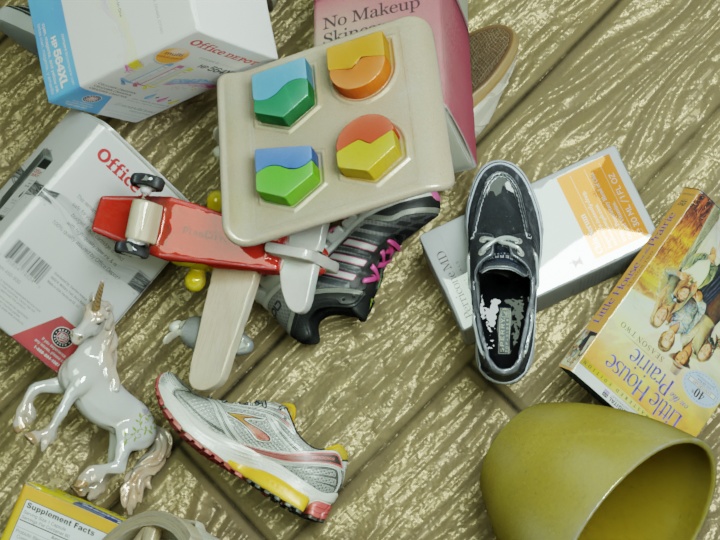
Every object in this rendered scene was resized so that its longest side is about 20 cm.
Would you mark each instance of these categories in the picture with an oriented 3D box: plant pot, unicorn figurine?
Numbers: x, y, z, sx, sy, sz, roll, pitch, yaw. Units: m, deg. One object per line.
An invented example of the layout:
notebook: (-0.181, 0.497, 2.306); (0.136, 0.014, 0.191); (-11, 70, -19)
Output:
plant pot: (0.186, 0.192, 1.269); (0.200, 0.200, 0.142); (-49, 51, -6)
unicorn figurine: (-0.244, 0.117, 1.351); (0.137, 0.201, 0.074); (-47, 36, -18)

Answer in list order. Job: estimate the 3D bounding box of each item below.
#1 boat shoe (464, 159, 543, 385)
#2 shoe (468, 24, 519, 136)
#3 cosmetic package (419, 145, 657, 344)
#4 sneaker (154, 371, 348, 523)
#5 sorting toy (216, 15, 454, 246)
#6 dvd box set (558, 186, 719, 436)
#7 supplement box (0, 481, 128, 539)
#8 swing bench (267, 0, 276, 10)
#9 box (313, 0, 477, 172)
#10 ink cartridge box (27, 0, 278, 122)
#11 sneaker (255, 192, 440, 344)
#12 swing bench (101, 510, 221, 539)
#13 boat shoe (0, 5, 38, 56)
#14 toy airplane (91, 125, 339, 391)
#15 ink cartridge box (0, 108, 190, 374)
boat shoe: (0.124, -0.004, 1.294); (0.071, 0.068, 0.202); (2, 78, 7)
shoe: (0.084, -0.152, 1.420); (0.070, 0.053, 0.200); (33, 78, 33)
cosmetic package: (0.165, -0.023, 1.366); (0.199, 0.071, 0.102); (-26, 76, 1)
sneaker: (-0.101, 0.149, 1.361); (0.199, 0.078, 0.083); (31, 78, 3)
sorting toy: (-0.028, -0.124, 1.257); (0.198, 0.037, 0.187); (-14, 57, 12)
dvd box set: (0.286, 0.049, 1.321); (0.146, 0.029, 0.201); (40, 83, -19)
supplement box: (-0.275, 0.305, 1.320); (0.108, 0.110, 0.202); (21, 81, 10)
swing bench: (-0.138, -0.395, 1.449); (0.198, 0.130, 0.201); (21, 80, 10)
box: (0.031, -0.191, 1.364); (0.127, 0.109, 0.202); (-11, 60, 16)
ink cartridge box: (-0.177, -0.231, 1.324); (0.199, 0.128, 0.127); (-19, 77, 29)
sneaker: (0.000, 0.000, 1.380); (0.199, 0.074, 0.088); (-33, 75, 3)
swing bench: (-0.142, 0.319, 1.243); (0.129, 0.198, 0.201); (15, 74, 53)
boat shoe: (-0.260, -0.231, 1.461); (0.198, 0.074, 0.069); (20, 77, 8)
toy airplane: (-0.114, -0.023, 1.327); (0.199, 0.141, 0.200); (-33, 84, -4)
ink cartridge box: (-0.268, -0.027, 1.373); (0.200, 0.147, 0.083); (-49, 35, -7)
